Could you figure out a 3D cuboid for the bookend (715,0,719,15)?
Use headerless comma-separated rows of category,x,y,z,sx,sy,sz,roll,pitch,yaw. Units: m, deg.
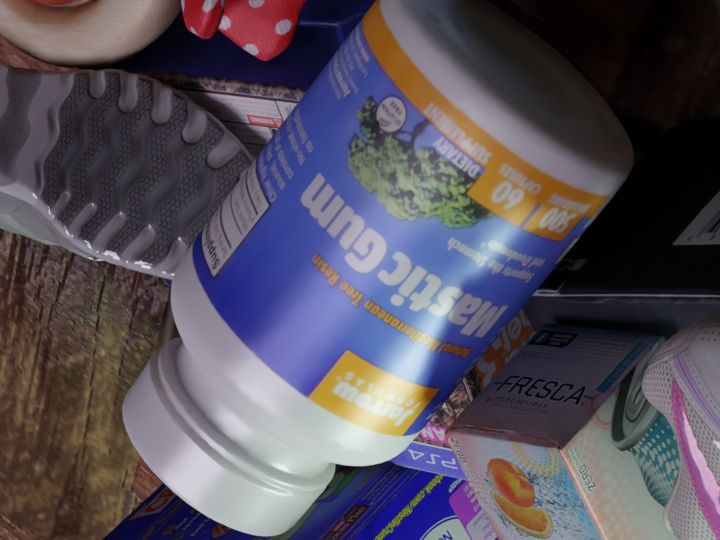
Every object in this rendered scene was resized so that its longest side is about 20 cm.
bookend,0.227,-0.116,0.766,0.198,0.200,0.093,9,134,41

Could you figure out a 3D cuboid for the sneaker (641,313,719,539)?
sneaker,0.156,0.090,0.968,0.088,0.081,0.201,7,124,45

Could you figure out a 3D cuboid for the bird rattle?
bird rattle,-0.104,-0.153,1.132,0.200,0.113,0.163,45,132,1

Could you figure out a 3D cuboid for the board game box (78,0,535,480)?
board game box,-0.002,-0.025,1.197,0.159,0.097,0.201,10,134,40

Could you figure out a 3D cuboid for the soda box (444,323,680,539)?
soda box,0.110,0.119,1.049,0.063,0.068,0.201,6,132,48

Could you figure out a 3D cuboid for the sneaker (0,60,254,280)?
sneaker,-0.113,-0.043,1.165,0.199,0.075,0.082,23,170,25

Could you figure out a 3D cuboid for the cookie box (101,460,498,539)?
cookie box,-0.015,0.118,1.299,0.199,0.171,0.075,-8,118,51

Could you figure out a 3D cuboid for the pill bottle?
pill bottle,0.000,0.000,1.041,0.112,0.112,0.200,40,109,6

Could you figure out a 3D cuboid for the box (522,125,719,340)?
box,0.196,0.054,1.054,0.196,0.117,0.201,0,126,47

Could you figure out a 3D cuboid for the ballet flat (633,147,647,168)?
ballet flat,0.111,0.041,1.159,0.071,0.069,0.201,8,118,31

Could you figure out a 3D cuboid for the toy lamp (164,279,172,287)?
toy lamp,-0.098,-0.060,1.297,0.058,0.058,0.201,-4,125,48
